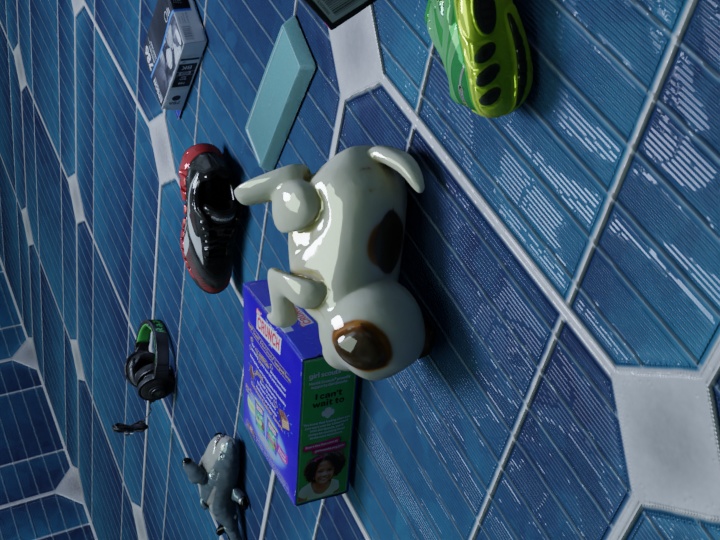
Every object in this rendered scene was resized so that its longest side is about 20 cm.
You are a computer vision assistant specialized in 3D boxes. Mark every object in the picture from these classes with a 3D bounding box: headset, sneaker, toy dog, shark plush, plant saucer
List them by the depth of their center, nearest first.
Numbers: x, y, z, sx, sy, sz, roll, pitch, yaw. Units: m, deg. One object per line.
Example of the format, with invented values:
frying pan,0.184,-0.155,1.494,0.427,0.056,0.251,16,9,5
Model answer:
sneaker,0.073,-0.213,0.790,0.083,0.073,0.204,12,112,58
toy dog,0.000,0.000,0.996,0.191,0.139,0.204,-19,81,28
plant saucer,-0.094,-0.192,1.210,0.071,0.019,0.201,68,154,22
sneaker,-0.193,-0.058,1.408,0.098,0.070,0.204,-144,50,-58
shark plush,-0.204,0.339,1.613,0.082,0.090,0.204,4,101,32
headset,-0.378,0.185,1.871,0.123,0.092,0.204,31,117,57

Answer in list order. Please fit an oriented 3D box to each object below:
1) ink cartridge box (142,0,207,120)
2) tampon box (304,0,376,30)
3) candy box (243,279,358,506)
ink cartridge box,-0.260,-0.297,1.486,0.101,0.039,0.200,69,154,18
tampon box,-0.035,-0.326,0.836,0.150,0.125,0.202,33,-150,-63
candy box,-0.073,0.133,1.237,0.169,0.076,0.203,47,142,49
